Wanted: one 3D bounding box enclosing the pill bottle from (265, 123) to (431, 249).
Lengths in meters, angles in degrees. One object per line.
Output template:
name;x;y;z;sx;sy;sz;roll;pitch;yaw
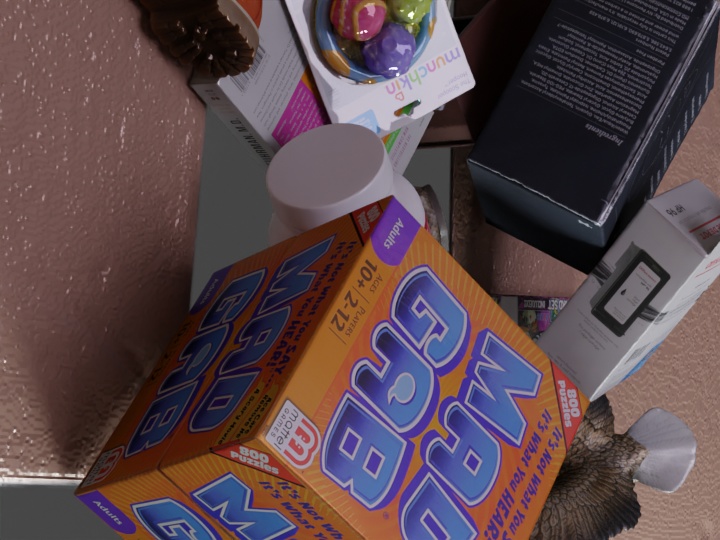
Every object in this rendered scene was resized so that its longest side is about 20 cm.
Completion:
pill bottle;0.000;0.000;1.360;0.113;0.111;0.201;-59;145;-36

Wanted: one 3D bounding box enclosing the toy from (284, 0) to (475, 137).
toy;0.009;-0.190;1.344;0.115;0.047;0.201;-29;111;-16

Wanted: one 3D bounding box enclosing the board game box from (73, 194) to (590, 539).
board game box;-0.016;0.112;1.238;0.200;0.199;0.200;45;52;-20

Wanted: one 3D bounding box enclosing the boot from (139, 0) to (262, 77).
boot;-0.122;-0.226;1.244;0.200;0.074;0.108;53;41;-47

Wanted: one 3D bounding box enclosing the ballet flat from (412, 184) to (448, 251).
ballet flat;0.046;0.015;1.488;0.201;0.046;0.068;81;-13;-48

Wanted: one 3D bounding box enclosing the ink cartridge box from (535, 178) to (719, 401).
ink cartridge box;0.234;0.000;1.528;0.200;0.068;0.116;-54;164;27

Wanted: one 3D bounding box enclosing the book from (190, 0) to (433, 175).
book;-0.033;-0.123;1.393;0.200;0.048;0.134;50;54;-42

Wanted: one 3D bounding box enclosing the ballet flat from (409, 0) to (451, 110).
ballet flat;0.027;-0.210;1.406;0.201;0.072;0.072;57;45;-16

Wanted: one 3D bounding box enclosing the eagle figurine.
eagle figurine;0.160;0.160;1.558;0.200;0.151;0.152;15;101;-58

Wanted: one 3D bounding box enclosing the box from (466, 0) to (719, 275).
box;0.188;-0.120;1.544;0.198;0.123;0.200;-62;167;-8

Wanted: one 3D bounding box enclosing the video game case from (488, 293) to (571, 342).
video game case;0.153;0.112;1.680;0.199;0.036;0.183;5;89;-56

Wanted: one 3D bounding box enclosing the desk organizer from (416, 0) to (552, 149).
desk organizer;0.094;-0.184;1.554;0.200;0.071;0.077;-52;129;-42
